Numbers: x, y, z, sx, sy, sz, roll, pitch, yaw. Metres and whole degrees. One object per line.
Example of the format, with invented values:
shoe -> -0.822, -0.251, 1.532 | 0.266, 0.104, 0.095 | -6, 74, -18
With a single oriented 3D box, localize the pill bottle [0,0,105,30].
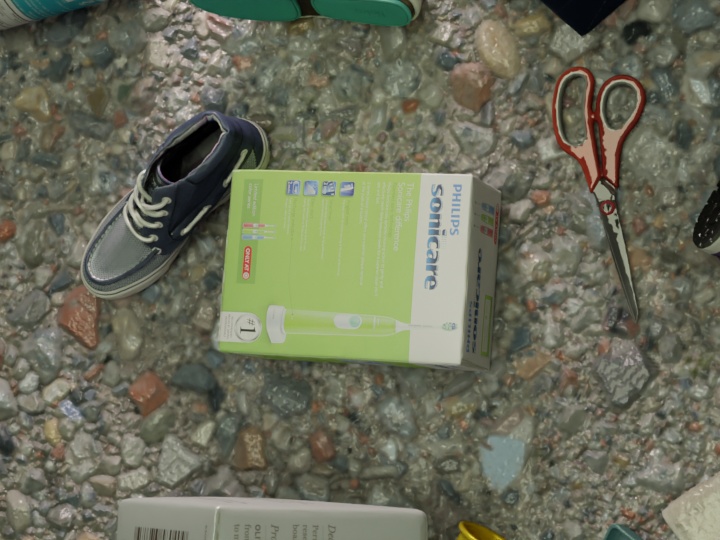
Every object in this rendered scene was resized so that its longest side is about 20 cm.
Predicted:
pill bottle -> -0.289, -0.263, 1.674 | 0.200, 0.111, 0.111 | -12, 80, 18

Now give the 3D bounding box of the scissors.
scissors -> 0.183, -0.059, 1.536 | 0.073, 0.014, 0.200 | 0, 85, 17

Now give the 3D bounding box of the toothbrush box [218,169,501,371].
toothbrush box -> 0.000, 0.000, 1.555 | 0.200, 0.086, 0.146 | 1, 84, 21

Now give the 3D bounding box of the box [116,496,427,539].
box -> -0.070, 0.267, 1.464 | 0.199, 0.171, 0.200 | -10, 78, 62

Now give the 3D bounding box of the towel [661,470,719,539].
towel -> 0.329, 0.213, 1.442 | 0.133, 0.034, 0.200 | -40, 73, 10

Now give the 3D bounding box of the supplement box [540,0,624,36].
supplement box -> 0.167, -0.325, 1.504 | 0.200, 0.134, 0.200 | -40, 73, 12

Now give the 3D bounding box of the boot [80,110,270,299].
boot -> -0.166, -0.056, 1.618 | 0.200, 0.090, 0.073 | -44, 72, 10

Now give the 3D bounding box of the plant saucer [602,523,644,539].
plant saucer -> 0.251, 0.266, 1.451 | 0.200, 0.019, 0.070 | 38, 127, 25

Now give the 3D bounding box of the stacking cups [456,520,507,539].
stacking cups -> 0.056, 0.292, 1.525 | 0.060, 0.060, 0.200 | 31, 100, 20

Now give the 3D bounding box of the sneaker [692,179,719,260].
sneaker -> 0.328, -0.081, 1.467 | 0.088, 0.076, 0.200 | 32, 86, -11

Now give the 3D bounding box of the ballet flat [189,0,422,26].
ballet flat -> -0.043, -0.237, 1.615 | 0.200, 0.069, 0.070 | 6, 86, 16
